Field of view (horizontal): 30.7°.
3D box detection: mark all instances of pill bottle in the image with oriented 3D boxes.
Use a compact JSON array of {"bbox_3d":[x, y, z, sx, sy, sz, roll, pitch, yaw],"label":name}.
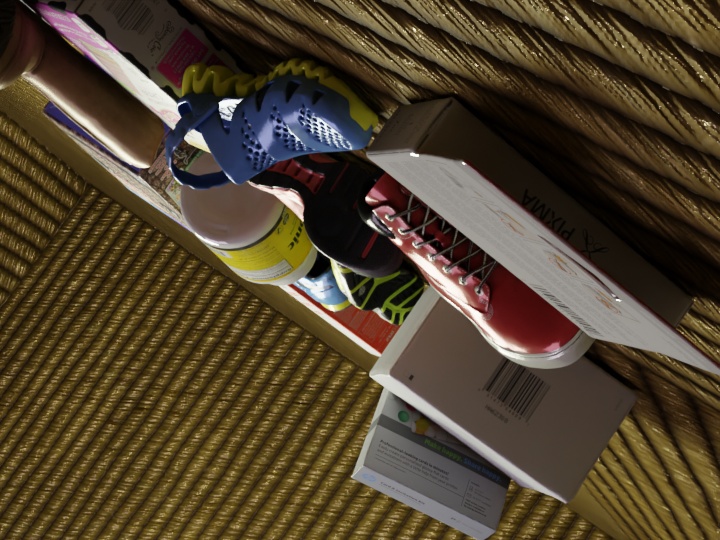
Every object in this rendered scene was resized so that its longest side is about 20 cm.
[{"bbox_3d":[-0.109,-0.050,1.390,0.111,0.112,0.200,33,173,19],"label":"pill bottle"}]

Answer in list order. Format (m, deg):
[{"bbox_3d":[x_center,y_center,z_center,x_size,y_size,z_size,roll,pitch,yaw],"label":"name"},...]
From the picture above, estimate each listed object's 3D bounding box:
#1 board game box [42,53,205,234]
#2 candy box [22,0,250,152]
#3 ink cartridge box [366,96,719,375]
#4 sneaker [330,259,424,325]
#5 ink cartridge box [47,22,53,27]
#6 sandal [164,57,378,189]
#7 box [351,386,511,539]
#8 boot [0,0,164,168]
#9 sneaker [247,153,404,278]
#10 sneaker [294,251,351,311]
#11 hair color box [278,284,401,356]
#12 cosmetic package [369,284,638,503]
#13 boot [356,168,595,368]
[{"bbox_3d":[-0.219,-0.133,1.431,0.159,0.097,0.200,32,172,28],"label":"board game box"},{"bbox_3d":[-0.161,-0.169,1.046,0.200,0.061,0.136,40,172,-34],"label":"candy box"},{"bbox_3d":[0.112,-0.022,0.759,0.200,0.045,0.176,37,174,-16],"label":"ink cartridge box"},{"bbox_3d":[0.000,0.000,1.354,0.076,0.076,0.200,31,171,25],"label":"sneaker"},{"bbox_3d":[-0.265,-0.230,1.211,0.161,0.050,0.200,38,171,-13],"label":"ink cartridge box"},{"bbox_3d":[-0.069,-0.094,0.916,0.199,0.087,0.079,4,149,49],"label":"sandal"},{"bbox_3d":[0.094,0.157,1.371,0.155,0.201,0.041,28,145,-8],"label":"box"},{"bbox_3d":[-0.242,-0.153,1.101,0.200,0.066,0.176,42,-165,-36],"label":"boot"},{"bbox_3d":[-0.018,-0.061,1.104,0.200,0.074,0.087,42,-170,34],"label":"sneaker"},{"bbox_3d":[-0.082,-0.016,1.739,0.200,0.066,0.079,29,159,45],"label":"sneaker"},{"bbox_3d":[-0.033,0.044,1.878,0.200,0.061,0.101,36,173,-12],"label":"hair color box"},{"bbox_3d":[0.128,0.108,1.250,0.199,0.123,0.200,36,172,-2],"label":"cosmetic package"},{"bbox_3d":[0.075,-0.010,0.943,0.144,0.073,0.200,42,174,-35],"label":"boot"}]
